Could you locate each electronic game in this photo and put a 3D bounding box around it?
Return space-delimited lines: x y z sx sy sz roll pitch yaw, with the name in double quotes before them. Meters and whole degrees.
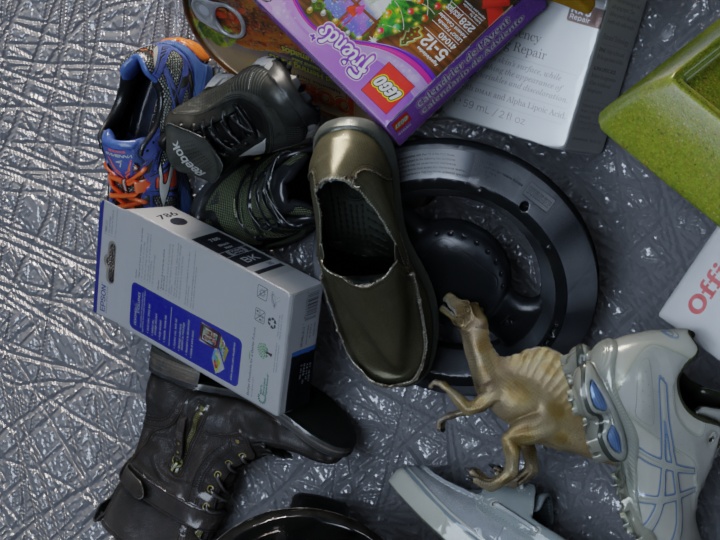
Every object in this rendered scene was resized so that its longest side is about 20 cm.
"electronic game" 0.064 0.000 1.362 0.200 0.042 0.200 8 123 13

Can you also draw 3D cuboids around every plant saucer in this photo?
"plant saucer" 0.282 -0.101 1.214 0.200 0.048 0.200 -38 64 -20

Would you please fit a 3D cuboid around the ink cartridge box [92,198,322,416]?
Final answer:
"ink cartridge box" -0.114 0.020 1.444 0.200 0.039 0.100 27 122 34

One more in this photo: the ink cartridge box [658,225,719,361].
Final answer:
"ink cartridge box" 0.311 0.027 1.250 0.200 0.085 0.145 39 107 24

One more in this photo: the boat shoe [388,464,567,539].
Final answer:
"boat shoe" 0.110 0.184 1.374 0.201 0.070 0.072 35 82 28

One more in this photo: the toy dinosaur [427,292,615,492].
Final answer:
"toy dinosaur" 0.116 0.102 1.329 0.200 0.058 0.101 39 107 0

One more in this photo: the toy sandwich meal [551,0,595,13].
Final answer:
"toy sandwich meal" 0.122 -0.254 1.272 0.205 0.070 0.206 -3 70 9

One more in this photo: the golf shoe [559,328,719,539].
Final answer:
"golf shoe" 0.204 0.123 1.279 0.097 0.078 0.200 -21 122 8

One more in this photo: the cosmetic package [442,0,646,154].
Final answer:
"cosmetic package" 0.136 -0.187 1.348 0.102 0.074 0.200 19 100 27

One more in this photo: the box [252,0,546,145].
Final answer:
"box" 0.008 -0.198 1.335 0.137 0.039 0.200 -44 65 0

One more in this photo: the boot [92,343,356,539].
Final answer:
"boot" -0.103 0.157 1.487 0.200 0.069 0.174 23 106 30

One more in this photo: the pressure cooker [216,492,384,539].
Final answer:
"pressure cooker" -0.046 0.259 1.380 0.176 0.200 0.179 -34 84 -9

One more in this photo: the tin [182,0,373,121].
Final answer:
"tin" -0.039 -0.167 1.427 0.200 0.042 0.112 24 140 25

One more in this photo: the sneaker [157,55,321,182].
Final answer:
"sneaker" -0.091 -0.099 1.403 0.090 0.200 0.067 -40 104 -15

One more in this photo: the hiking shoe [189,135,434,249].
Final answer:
"hiking shoe" -0.049 -0.063 1.429 0.200 0.101 0.076 -15 81 26

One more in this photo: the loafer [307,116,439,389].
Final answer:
"loafer" 0.000 0.000 1.313 0.075 0.070 0.200 -6 119 20

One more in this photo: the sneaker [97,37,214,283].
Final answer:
"sneaker" -0.169 -0.080 1.505 0.075 0.078 0.200 9 94 28
